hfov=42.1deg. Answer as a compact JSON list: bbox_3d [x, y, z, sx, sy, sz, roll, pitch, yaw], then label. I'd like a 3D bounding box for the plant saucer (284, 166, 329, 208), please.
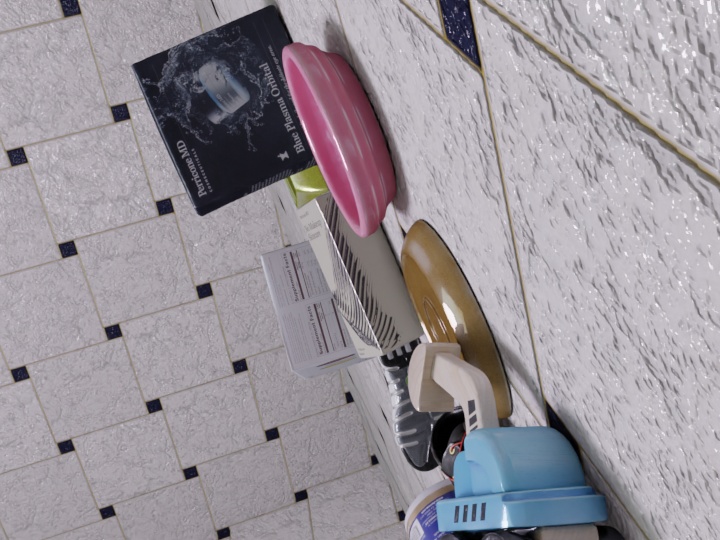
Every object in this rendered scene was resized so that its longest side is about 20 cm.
[{"bbox_3d":[-0.112,-0.188,1.541,0.200,0.047,0.201,113,133,-81],"label":"plant saucer"}]

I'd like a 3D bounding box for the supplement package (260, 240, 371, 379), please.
[{"bbox_3d":[-0.053,0.054,1.268,0.200,0.110,0.157,77,176,-80],"label":"supplement package"}]

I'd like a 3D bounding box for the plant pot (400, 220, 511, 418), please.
[{"bbox_3d":[0.082,0.051,0.874,0.200,0.027,0.202,155,91,-84],"label":"plant pot"}]

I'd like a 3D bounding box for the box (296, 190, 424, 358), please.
[{"bbox_3d":[0.000,0.000,1.121,0.202,0.068,0.082,65,157,-1],"label":"box"}]

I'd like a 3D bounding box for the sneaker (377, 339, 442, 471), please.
[{"bbox_3d":[0.068,0.160,1.248,0.115,0.074,0.202,-165,61,-88],"label":"sneaker"}]

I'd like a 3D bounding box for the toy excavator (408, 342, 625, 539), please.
[{"bbox_3d":[0.102,0.142,0.708,0.194,0.099,0.202,147,123,-62],"label":"toy excavator"}]

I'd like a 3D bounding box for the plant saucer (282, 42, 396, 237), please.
[{"bbox_3d":[-0.017,-0.134,0.926,0.201,0.050,0.202,155,90,-83],"label":"plant saucer"}]

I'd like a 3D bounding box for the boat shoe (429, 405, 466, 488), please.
[{"bbox_3d":[0.106,0.176,0.875,0.063,0.074,0.201,45,179,-5],"label":"boat shoe"}]

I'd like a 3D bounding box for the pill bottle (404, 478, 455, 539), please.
[{"bbox_3d":[0.139,0.354,1.105,0.201,0.115,0.116,-121,9,-47],"label":"pill bottle"}]

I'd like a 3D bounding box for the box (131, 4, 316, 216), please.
[{"bbox_3d":[-0.162,-0.203,1.212,0.117,0.198,0.198,174,72,-83],"label":"box"}]
